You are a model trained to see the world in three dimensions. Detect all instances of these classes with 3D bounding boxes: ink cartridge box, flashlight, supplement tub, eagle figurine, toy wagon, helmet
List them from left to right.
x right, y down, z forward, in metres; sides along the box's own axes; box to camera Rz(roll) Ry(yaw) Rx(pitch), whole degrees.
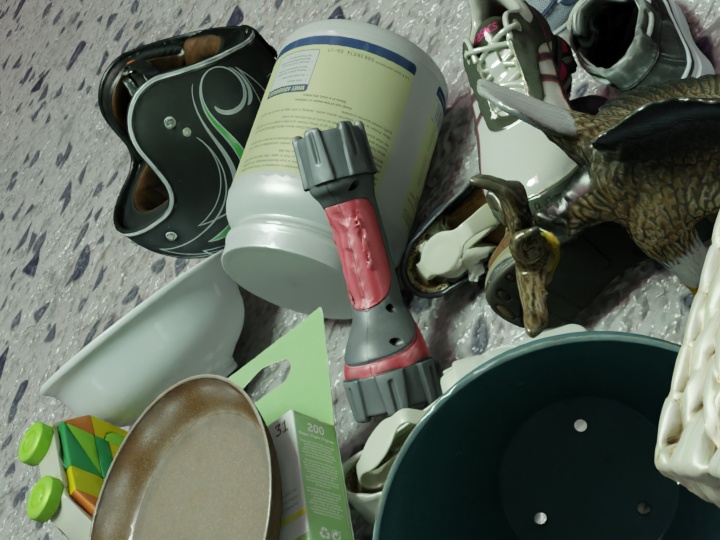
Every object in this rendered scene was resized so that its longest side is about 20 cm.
[{"bbox_3d":[-0.180,0.190,0.920,0.040,0.155,0.200,-52,32,12],"label":"toy wagon"},{"bbox_3d":[-0.145,-0.111,1.108,0.199,0.192,0.200,-13,24,6],"label":"helmet"},{"bbox_3d":[-0.076,0.134,0.818,0.145,0.048,0.201,-37,47,31],"label":"ink cartridge box"},{"bbox_3d":[-0.021,-0.078,0.943,0.145,0.145,0.201,-12,54,51],"label":"supplement tub"},{"bbox_3d":[0.000,0.000,0.821,0.068,0.068,0.201,-14,91,64],"label":"flashlight"},{"bbox_3d":[0.166,-0.046,0.597,0.199,0.151,0.152,-26,53,14],"label":"eagle figurine"}]

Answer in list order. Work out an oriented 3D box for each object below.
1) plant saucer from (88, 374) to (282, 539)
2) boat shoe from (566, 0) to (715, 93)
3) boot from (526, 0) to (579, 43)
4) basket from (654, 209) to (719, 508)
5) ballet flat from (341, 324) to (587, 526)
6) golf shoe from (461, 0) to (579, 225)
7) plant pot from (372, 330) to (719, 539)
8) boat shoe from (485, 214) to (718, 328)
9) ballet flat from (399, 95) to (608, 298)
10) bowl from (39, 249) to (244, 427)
[{"bbox_3d":[-0.112,0.168,0.778,0.200,0.032,0.201,-25,53,39],"label":"plant saucer"},{"bbox_3d":[0.172,-0.159,0.785,0.072,0.071,0.200,-49,21,16],"label":"boat shoe"},{"bbox_3d":[0.153,-0.240,0.883,0.200,0.090,0.073,-43,34,24],"label":"boot"},{"bbox_3d":[0.222,0.051,0.439,0.123,0.199,0.136,-7,58,58],"label":"basket"},{"bbox_3d":[0.059,0.097,0.757,0.200,0.069,0.070,-43,34,24],"label":"ballet flat"},{"bbox_3d":[0.091,-0.104,0.734,0.077,0.088,0.201,-28,33,20],"label":"golf shoe"},{"bbox_3d":[0.111,0.120,0.573,0.201,0.200,0.135,-53,-2,9],"label":"plant pot"},{"bbox_3d":[0.156,-0.044,0.730,0.199,0.076,0.074,-33,28,26],"label":"boat shoe"},{"bbox_3d":[0.097,-0.042,0.813,0.200,0.073,0.073,-39,36,35],"label":"ballet flat"},{"bbox_3d":[-0.171,0.077,1.044,0.201,0.091,0.201,-37,2,1],"label":"bowl"}]
